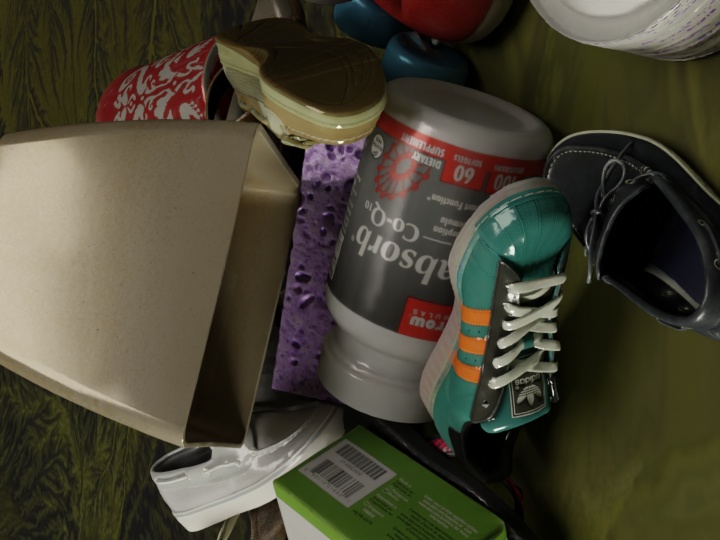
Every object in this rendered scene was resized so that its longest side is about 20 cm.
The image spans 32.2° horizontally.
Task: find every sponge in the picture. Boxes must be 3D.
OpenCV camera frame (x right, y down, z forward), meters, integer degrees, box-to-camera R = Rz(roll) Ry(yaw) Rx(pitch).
[{"bbox_3d":[0.000,0.000,0.913,0.111,0.030,0.202,11,96,28],"label":"sponge"}]

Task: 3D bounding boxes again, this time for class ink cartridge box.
[{"bbox_3d":[0.030,0.223,0.807,0.147,0.075,0.201,28,138,47],"label":"ink cartridge box"}]

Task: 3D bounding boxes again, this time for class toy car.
[{"bbox_3d":[-0.007,-0.231,0.833,0.177,0.198,0.185,59,135,45],"label":"toy car"}]

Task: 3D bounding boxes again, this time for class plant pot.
[{"bbox_3d":[-0.157,0.001,0.851,0.200,0.175,0.202,56,-133,-80],"label":"plant pot"}]

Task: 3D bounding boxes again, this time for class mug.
[{"bbox_3d":[-0.128,-0.130,1.147,0.199,0.178,0.134,-11,37,55],"label":"mug"}]

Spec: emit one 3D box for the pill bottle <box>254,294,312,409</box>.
[{"bbox_3d":[-0.087,0.019,1.035,0.109,0.108,0.202,-34,58,54],"label":"pill bottle"}]

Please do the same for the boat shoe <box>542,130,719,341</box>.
[{"bbox_3d":[0.150,-0.024,0.672,0.200,0.062,0.075,50,131,52],"label":"boat shoe"}]

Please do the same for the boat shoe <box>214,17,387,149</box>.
[{"bbox_3d":[-0.038,-0.110,0.793,0.200,0.073,0.064,36,142,55],"label":"boat shoe"}]

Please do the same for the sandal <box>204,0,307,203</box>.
[{"bbox_3d":[-0.085,-0.123,0.930,0.082,0.054,0.201,59,146,31],"label":"sandal"}]

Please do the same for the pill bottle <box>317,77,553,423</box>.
[{"bbox_3d":[0.042,-0.012,0.805,0.116,0.115,0.202,45,125,53],"label":"pill bottle"}]

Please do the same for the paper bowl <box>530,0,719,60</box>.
[{"bbox_3d":[0.148,-0.218,0.657,0.200,0.104,0.203,-15,73,60],"label":"paper bowl"}]

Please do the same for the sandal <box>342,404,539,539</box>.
[{"bbox_3d":[0.064,0.138,0.804,0.200,0.045,0.076,39,142,39],"label":"sandal"}]

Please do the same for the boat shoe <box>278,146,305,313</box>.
[{"bbox_3d":[-0.031,-0.055,0.986,0.071,0.066,0.203,-2,87,31],"label":"boat shoe"}]

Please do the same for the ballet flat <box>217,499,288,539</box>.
[{"bbox_3d":[-0.086,0.244,0.988,0.201,0.067,0.068,-84,2,-46],"label":"ballet flat"}]

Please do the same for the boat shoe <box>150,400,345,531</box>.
[{"bbox_3d":[-0.090,0.138,0.968,0.199,0.069,0.072,-30,16,43],"label":"boat shoe"}]

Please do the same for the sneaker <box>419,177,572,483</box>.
[{"bbox_3d":[0.088,0.041,0.713,0.201,0.071,0.080,101,150,-44],"label":"sneaker"}]
